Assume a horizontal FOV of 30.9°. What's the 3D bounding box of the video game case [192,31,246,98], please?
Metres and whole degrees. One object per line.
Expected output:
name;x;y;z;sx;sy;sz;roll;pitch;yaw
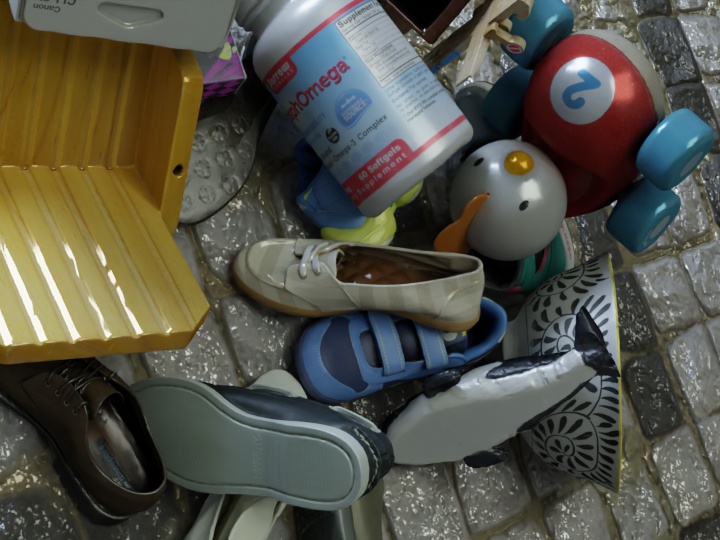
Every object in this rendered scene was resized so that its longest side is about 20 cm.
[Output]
video game case;-0.201;-0.205;0.959;0.198;0.036;0.184;-12;79;-31

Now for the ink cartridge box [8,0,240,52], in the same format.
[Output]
ink cartridge box;-0.168;-0.244;0.871;0.143;0.084;0.201;2;42;-28

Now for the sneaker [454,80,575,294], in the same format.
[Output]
sneaker;0.111;-0.065;1.155;0.120;0.083;0.202;-24;90;-51

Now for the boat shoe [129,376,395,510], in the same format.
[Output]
boat shoe;-0.072;0.115;0.883;0.060;0.198;0.077;-12;115;-61

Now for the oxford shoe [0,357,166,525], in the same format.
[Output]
oxford shoe;-0.190;0.071;0.853;0.201;0.084;0.073;52;51;-8

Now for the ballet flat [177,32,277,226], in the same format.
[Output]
ballet flat;-0.108;-0.112;1.022;0.067;0.046;0.202;34;59;-17

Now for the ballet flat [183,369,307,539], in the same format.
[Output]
ballet flat;-0.071;0.153;0.928;0.069;0.069;0.201;40;52;-19

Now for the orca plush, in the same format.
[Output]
orca plush;0.102;0.084;1.029;0.105;0.200;0.072;36;29;-25

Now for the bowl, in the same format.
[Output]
bowl;0.168;0.087;1.107;0.093;0.201;0.203;-1;67;7

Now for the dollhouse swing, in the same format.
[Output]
dollhouse swing;-0.185;-0.067;0.831;0.198;0.176;0.184;-2;118;-35

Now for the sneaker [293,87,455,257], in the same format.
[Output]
sneaker;0.009;-0.104;1.088;0.105;0.075;0.201;40;53;-19

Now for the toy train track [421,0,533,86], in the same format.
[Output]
toy train track;0.089;-0.176;1.027;0.032;0.200;0.116;26;69;-17

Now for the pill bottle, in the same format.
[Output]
pill bottle;-0.012;-0.149;0.997;0.201;0.109;0.109;52;49;-1

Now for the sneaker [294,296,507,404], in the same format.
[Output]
sneaker;0.035;0.054;1.042;0.198;0.082;0.075;-12;82;-40

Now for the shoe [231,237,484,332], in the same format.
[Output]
shoe;0.000;0.000;1.004;0.197;0.054;0.071;9;47;-5

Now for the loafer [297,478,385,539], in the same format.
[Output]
loafer;0.000;0.230;0.949;0.069;0.075;0.203;9;67;-31

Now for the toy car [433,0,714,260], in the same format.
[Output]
toy car;0.138;-0.080;1.033;0.199;0.178;0.184;-37;69;-24

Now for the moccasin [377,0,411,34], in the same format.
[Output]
moccasin;-0.022;-0.266;1.123;0.200;0.077;0.074;28;56;-28

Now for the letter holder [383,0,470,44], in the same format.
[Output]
letter holder;0.043;-0.289;1.058;0.142;0.101;0.200;39;23;-10
